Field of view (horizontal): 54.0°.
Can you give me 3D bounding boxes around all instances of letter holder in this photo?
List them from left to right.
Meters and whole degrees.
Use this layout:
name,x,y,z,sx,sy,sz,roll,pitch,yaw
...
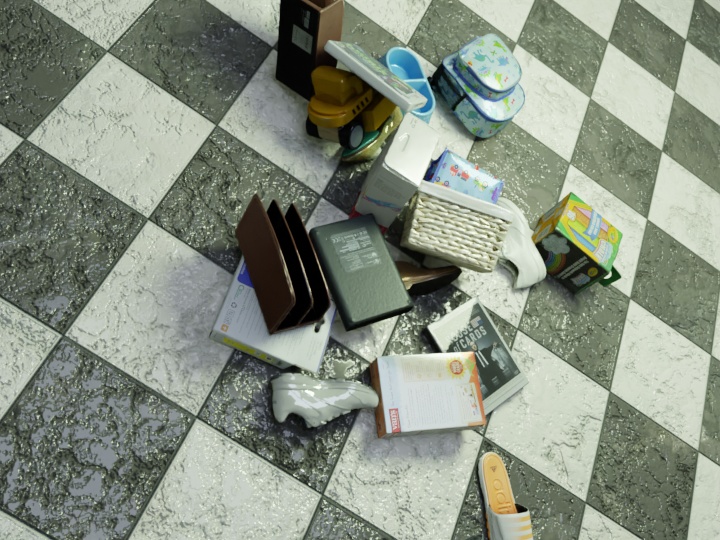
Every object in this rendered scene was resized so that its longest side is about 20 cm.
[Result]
name,x,y,z,sx,sy,sz,roll,pitch,yaw
letter holder,-0.124,-0.020,1.201,0.098,0.142,0.204,-12,70,-29
letter holder,-0.085,-0.477,1.427,0.100,0.203,0.142,34,53,17

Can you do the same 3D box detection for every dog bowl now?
name,x,y,z,sx,sy,sz,roll,pitch,yaw
dog bowl,0.104,-0.414,1.593,0.109,0.050,0.205,-10,72,-28

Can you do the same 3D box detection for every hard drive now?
name,x,y,z,sx,sy,sz,roll,pitch,yaw
hard drive,0.000,0.000,1.309,0.136,0.033,0.204,-14,68,-24

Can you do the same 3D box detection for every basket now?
name,x,y,z,sx,sy,sz,roll,pitch,yaw
basket,0.180,-0.081,1.382,0.195,0.136,0.127,19,89,-4

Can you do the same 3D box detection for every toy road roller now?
name,x,y,z,sx,sy,sz,roll,pitch,yaw
toy road roller,-0.024,-0.353,1.421,0.121,0.148,0.201,22,54,29

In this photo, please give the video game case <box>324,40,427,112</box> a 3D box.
name,x,y,z,sx,sy,sz,roll,pitch,yaw
video game case,0.035,-0.382,1.383,0.198,0.024,0.182,38,21,3

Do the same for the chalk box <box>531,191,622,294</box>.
name,x,y,z,sx,sy,sz,roll,pitch,yaw
chalk box,0.485,-0.045,1.555,0.198,0.125,0.125,37,57,-5

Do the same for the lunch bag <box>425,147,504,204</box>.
name,x,y,z,sx,sy,sz,roll,pitch,yaw
lunch bag,0.193,-0.124,1.490,0.148,0.094,0.204,26,72,-9

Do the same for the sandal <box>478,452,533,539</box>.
name,x,y,z,sx,sy,sz,roll,pitch,yaw
sandal,0.263,0.430,1.267,0.077,0.059,0.212,-5,69,-26

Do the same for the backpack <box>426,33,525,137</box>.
name,x,y,z,sx,sy,sz,roll,pitch,yaw
backpack,0.283,-0.423,1.623,0.182,0.147,0.202,-36,87,-31

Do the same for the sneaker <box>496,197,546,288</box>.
name,x,y,z,sx,sy,sz,roll,pitch,yaw
sneaker,0.320,-0.059,1.520,0.087,0.075,0.204,-21,78,-19

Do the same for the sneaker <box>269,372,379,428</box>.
name,x,y,z,sx,sy,sz,roll,pitch,yaw
sneaker,-0.062,0.227,1.216,0.194,0.074,0.090,6,76,-14

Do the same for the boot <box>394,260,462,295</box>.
name,x,y,z,sx,sy,sz,roll,pitch,yaw
boot,0.112,0.007,1.393,0.195,0.074,0.077,-12,62,-26

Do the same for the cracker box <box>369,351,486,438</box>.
name,x,y,z,sx,sy,sz,roll,pitch,yaw
cracker box,0.121,0.225,1.285,0.194,0.058,0.138,0,69,-18

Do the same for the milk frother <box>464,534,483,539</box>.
name,x,y,z,sx,sy,sz,roll,pitch,yaw
milk frother,0.190,0.545,1.098,0.178,0.200,0.191,-27,79,-28

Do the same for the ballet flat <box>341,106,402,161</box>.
name,x,y,z,sx,sy,sz,roll,pitch,yaw
ballet flat,0.033,-0.278,1.494,0.070,0.071,0.202,38,59,-3

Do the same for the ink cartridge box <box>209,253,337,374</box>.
name,x,y,z,sx,sy,sz,roll,pitch,yaw
ink cartridge box,-0.143,0.066,1.261,0.196,0.047,0.201,27,56,-13

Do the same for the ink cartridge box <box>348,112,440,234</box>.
name,x,y,z,sx,sy,sz,roll,pitch,yaw
ink cartridge box,0.062,-0.181,1.376,0.084,0.200,0.150,29,58,-8

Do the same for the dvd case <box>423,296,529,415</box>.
name,x,y,z,sx,sy,sz,roll,pitch,yaw
dvd case,0.229,0.169,1.394,0.148,0.025,0.203,-26,80,-32
